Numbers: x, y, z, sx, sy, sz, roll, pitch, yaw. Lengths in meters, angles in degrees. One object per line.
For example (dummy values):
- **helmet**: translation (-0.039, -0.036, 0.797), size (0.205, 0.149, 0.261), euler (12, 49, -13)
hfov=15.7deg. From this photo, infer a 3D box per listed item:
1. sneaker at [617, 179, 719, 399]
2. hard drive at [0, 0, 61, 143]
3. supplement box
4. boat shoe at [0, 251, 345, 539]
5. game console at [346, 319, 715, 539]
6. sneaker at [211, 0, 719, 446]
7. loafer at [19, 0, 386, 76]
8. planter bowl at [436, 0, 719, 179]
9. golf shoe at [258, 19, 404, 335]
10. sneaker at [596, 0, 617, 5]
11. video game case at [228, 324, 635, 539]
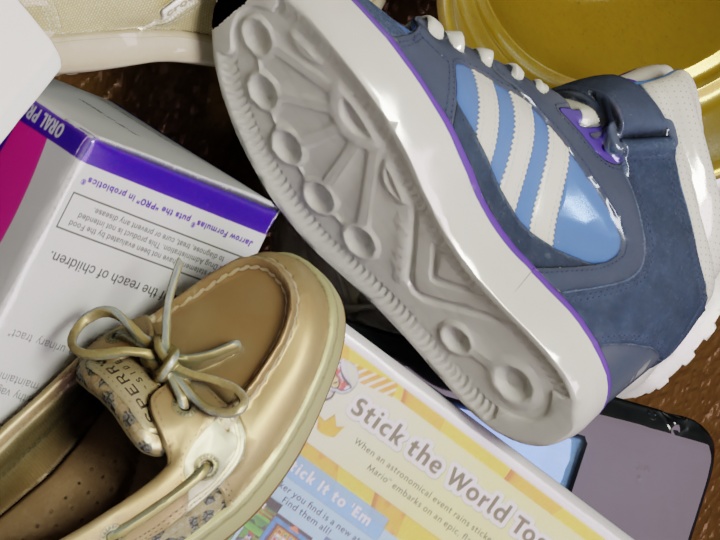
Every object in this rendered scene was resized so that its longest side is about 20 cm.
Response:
- **sneaker**: translation (0.138, -0.039, 1.181), size (0.080, 0.076, 0.201), euler (28, 86, -42)
- **hard drive**: translation (-0.177, -0.051, 0.754), size (0.132, 0.026, 0.200), euler (52, 41, -19)
- **supplement box**: translation (-0.133, 0.036, 0.909), size (0.103, 0.101, 0.201), euler (20, 99, -50)
- **boat shoe**: translation (-0.085, 0.066, 0.841), size (0.200, 0.073, 0.063), euler (-48, 141, -10)
- **game console**: translation (0.019, 0.117, 0.950), size (0.199, 0.031, 0.178), euler (16, 98, -19)
- **sneaker**: translation (0.050, -0.051, 0.923), size (0.200, 0.080, 0.146), euler (52, 50, -7)
- **loafer**: translation (-0.065, -0.112, 0.906), size (0.199, 0.076, 0.069), euler (-14, 129, -41)
- **planter bowl**: translation (0.108, -0.136, 0.983), size (0.199, 0.084, 0.202), euler (-9, 120, -16)
- **golf shoe**: translation (0.000, 0.000, 0.973), size (0.075, 0.091, 0.202), euler (0, 77, -19)
- **sneaker**: translation (0.084, -0.146, 1.064), size (0.077, 0.073, 0.201), euler (-1, 112, -22)
- **video game case**: translation (-0.009, 0.130, 0.921), size (0.200, 0.023, 0.183), euler (37, 87, -17)
